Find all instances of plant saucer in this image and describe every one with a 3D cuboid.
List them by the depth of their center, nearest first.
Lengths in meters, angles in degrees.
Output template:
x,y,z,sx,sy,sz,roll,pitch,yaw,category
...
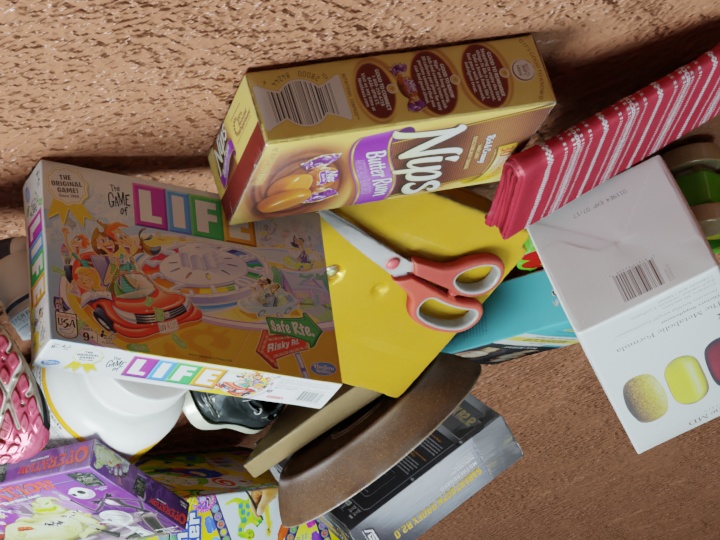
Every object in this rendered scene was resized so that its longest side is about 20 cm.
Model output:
x,y,z,sx,sy,sz,roll,pitch,yaw,category
0.007,0.125,1.755,0.200,0.035,0.200,-37,-174,5,plant saucer

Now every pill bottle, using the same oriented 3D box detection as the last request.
x,y,z,sx,sy,sz,roll,pitch,yaw,category
-0.201,0.097,1.702,0.113,0.113,0.200,-4,158,-32,pill bottle

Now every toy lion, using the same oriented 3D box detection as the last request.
x,y,z,sx,sy,sz,roll,pitch,yaw,category
0.224,-0.034,1.779,0.191,0.069,0.200,-20,162,31,toy lion

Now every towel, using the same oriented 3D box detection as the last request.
x,y,z,sx,sy,sz,roll,pitch,yaw,category
0.177,-0.095,1.530,0.200,0.023,0.145,-30,167,-11,towel

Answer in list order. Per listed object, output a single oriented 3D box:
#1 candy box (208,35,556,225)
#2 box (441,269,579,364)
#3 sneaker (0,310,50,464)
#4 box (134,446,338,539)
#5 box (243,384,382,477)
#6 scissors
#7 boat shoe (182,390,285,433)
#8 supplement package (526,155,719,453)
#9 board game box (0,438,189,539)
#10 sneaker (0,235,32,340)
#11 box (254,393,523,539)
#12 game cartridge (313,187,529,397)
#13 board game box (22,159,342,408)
x,y,z,sx,sy,sz,roll,pitch,yaw,category
0.013,-0.091,1.441,0.199,0.057,0.117,-11,160,-20,candy box
0.146,0.035,1.837,0.082,0.049,0.200,5,165,-38,box
-0.253,0.041,1.404,0.081,0.200,0.075,-51,152,13,sneaker
-0.140,0.237,2.012,0.192,0.122,0.200,-2,-174,-34,box
0.006,0.080,1.815,0.200,0.021,0.164,-35,-172,34,box
0.025,0.003,1.574,0.200,0.014,0.073,14,124,-43,scissors
-0.083,0.086,1.798,0.066,0.075,0.199,-23,169,17,boat shoe
0.213,0.029,1.649,0.114,0.110,0.200,-26,145,5,supplement package
-0.245,0.181,1.713,0.200,0.032,0.120,-14,139,31,board game box
-0.178,-0.013,1.488,0.073,0.071,0.200,-29,179,23,sneaker
0.020,0.149,1.868,0.158,0.200,0.048,-36,120,-12,box
0.007,0.004,1.600,0.200,0.032,0.176,19,120,-44,game cartridge
-0.114,0.010,1.427,0.199,0.135,0.034,10,143,-27,board game box
